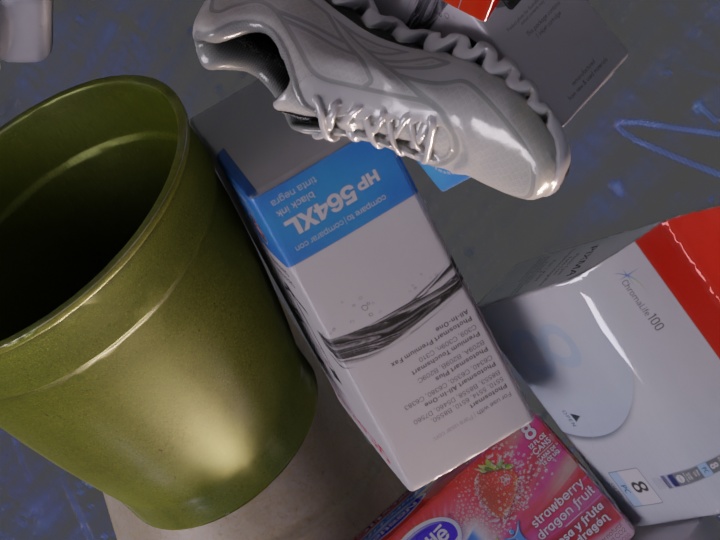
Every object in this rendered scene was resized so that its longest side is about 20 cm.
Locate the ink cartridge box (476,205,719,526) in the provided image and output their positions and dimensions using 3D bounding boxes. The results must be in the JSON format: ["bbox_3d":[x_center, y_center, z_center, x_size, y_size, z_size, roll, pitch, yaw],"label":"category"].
[{"bbox_3d":[0.172,0.054,1.479,0.160,0.047,0.200,53,148,-13],"label":"ink cartridge box"}]

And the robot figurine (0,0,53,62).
[{"bbox_3d":[-0.277,-0.162,1.614,0.198,0.170,0.113,1,139,-6],"label":"robot figurine"}]

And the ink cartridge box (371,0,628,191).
[{"bbox_3d":[0.025,-0.148,1.395,0.200,0.068,0.116,50,146,-8],"label":"ink cartridge box"}]

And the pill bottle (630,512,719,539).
[{"bbox_3d":[0.217,0.230,1.566,0.200,0.112,0.112,51,146,-10],"label":"pill bottle"}]

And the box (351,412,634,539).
[{"bbox_3d":[0.047,0.175,1.585,0.096,0.200,0.100,49,175,-4],"label":"box"}]

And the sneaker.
[{"bbox_3d":[0.008,-0.085,1.349,0.199,0.081,0.075,32,143,14],"label":"sneaker"}]

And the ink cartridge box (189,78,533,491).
[{"bbox_3d":[0.000,0.000,1.519,0.201,0.084,0.146,63,174,-25],"label":"ink cartridge box"}]

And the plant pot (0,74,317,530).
[{"bbox_3d":[-0.124,0.033,1.516,0.200,0.201,0.193,3,142,45],"label":"plant pot"}]

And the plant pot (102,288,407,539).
[{"bbox_3d":[-0.089,0.099,1.703,0.200,0.200,0.184,-9,110,51],"label":"plant pot"}]

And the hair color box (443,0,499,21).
[{"bbox_3d":[-0.001,-0.212,1.288,0.199,0.111,0.064,28,145,7],"label":"hair color box"}]
